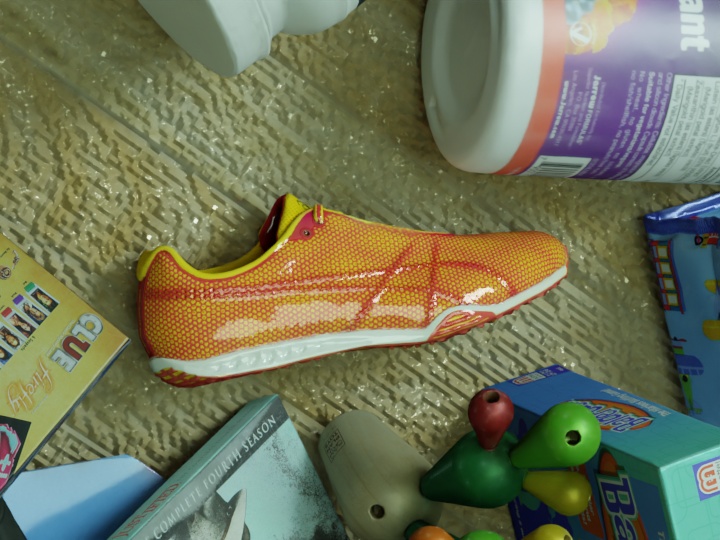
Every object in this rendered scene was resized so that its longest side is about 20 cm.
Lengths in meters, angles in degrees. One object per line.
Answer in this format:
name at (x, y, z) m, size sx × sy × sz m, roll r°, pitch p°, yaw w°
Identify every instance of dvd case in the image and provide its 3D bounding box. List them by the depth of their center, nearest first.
dvd case at (-0.035, 0.174, 1.186) m, size 0.146 × 0.022 × 0.200 m, roll -43°, pitch 111°, yaw -51°

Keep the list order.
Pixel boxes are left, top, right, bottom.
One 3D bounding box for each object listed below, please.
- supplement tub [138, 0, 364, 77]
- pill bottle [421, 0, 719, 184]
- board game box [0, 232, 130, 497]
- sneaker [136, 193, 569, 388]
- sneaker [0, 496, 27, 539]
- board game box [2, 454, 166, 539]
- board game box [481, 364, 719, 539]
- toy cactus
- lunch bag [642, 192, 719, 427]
supplement tub at (-0.013, -0.188, 1.131) m, size 0.200 × 0.140 × 0.140 m, roll -39°, pitch 107°, yaw -11°
pill bottle at (0.137, -0.095, 1.209) m, size 0.200 × 0.111 × 0.112 m, roll 2°, pitch 96°, yaw -20°
board game box at (-0.198, 0.052, 1.078) m, size 0.135 × 0.035 × 0.200 m, roll 40°, pitch 48°, yaw -2°
sneaker at (0.000, 0.000, 1.197) m, size 0.200 × 0.073 × 0.077 m, roll -9°, pitch 89°, yaw -21°
sneaker at (-0.136, 0.166, 1.139) m, size 0.082 × 0.073 × 0.200 m, roll -22°, pitch 88°, yaw -55°
board game box at (-0.151, 0.166, 1.182) m, size 0.200 × 0.039 × 0.158 m, roll -9°, pitch 93°, yaw -20°
board game box at (0.122, 0.131, 1.185) m, size 0.045 × 0.200 × 0.152 m, roll -17°, pitch 101°, yaw -16°
toy cactus at (0.021, 0.121, 1.161) m, size 0.102 × 0.165 × 0.200 m, roll 6°, pitch 119°, yaw -34°
lunch bag at (0.250, 0.018, 1.287) m, size 0.200 × 0.094 × 0.151 m, roll -21°, pitch 103°, yaw -28°
